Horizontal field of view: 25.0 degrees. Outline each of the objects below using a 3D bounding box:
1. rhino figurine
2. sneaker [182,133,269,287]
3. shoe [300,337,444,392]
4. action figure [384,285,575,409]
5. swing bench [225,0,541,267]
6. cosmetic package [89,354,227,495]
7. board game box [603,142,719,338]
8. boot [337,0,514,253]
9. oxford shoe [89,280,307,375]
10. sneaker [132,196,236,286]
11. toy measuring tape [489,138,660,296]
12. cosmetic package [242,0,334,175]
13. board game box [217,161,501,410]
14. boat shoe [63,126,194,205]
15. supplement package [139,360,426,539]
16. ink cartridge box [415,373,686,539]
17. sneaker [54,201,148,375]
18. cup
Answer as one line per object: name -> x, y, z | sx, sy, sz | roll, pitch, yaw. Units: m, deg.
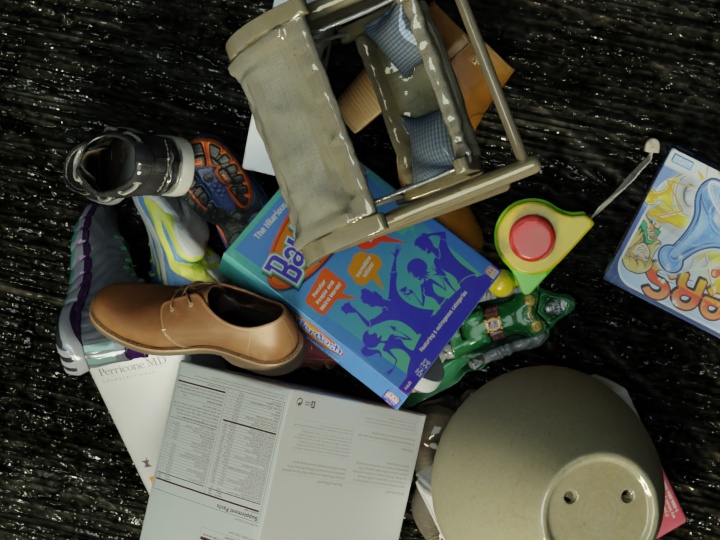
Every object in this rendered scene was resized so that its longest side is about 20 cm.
rhino figurine -> 0.091, 0.211, 1.532 | 0.087, 0.060, 0.201 | -3, 100, 5
sneaker -> -0.102, -0.048, 1.507 | 0.075, 0.079, 0.201 | -23, 115, 10
shoe -> -0.024, 0.061, 1.470 | 0.200, 0.071, 0.091 | 38, 119, 0
action figure -> 0.102, 0.053, 1.501 | 0.199, 0.055, 0.119 | -17, 96, 10
swing bench -> 0.013, -0.133, 1.340 | 0.199, 0.130, 0.200 | -21, 87, -9
cosmetic package -> -0.169, 0.138, 1.528 | 0.101, 0.071, 0.201 | -12, 120, 15
board game box -> 0.336, -0.009, 1.447 | 0.199, 0.034, 0.136 | 26, 106, 4
boot -> 0.086, -0.128, 1.453 | 0.144, 0.071, 0.201 | -40, 97, 11
oxford shoe -> -0.144, 0.032, 1.389 | 0.199, 0.072, 0.071 | 8, 141, 17
sneaker -> -0.177, 0.008, 1.531 | 0.105, 0.076, 0.200 | -33, 96, 17
toy measuring tape -> 0.179, -0.059, 1.454 | 0.074, 0.074, 0.200 | 42, 97, -1
cosmetic package -> -0.057, -0.189, 1.458 | 0.050, 0.083, 0.201 | 14, 106, 8
board game box -> 0.000, 0.000, 1.415 | 0.200, 0.045, 0.152 | 37, 66, 3
boat shoe -> -0.226, -0.095, 1.470 | 0.200, 0.060, 0.074 | 10, 95, 52
supplement package -> -0.072, 0.201, 1.449 | 0.147, 0.191, 0.201 | 10, 86, 41
ink cartridge box -> 0.170, 0.206, 1.464 | 0.199, 0.085, 0.146 | -28, 100, -8
sneaker -> -0.222, 0.014, 1.495 | 0.087, 0.201, 0.075 | -5, 137, 6
cup -> 0.174, 0.188, 1.347 | 0.199, 0.143, 0.201 | -1, 95, -14
